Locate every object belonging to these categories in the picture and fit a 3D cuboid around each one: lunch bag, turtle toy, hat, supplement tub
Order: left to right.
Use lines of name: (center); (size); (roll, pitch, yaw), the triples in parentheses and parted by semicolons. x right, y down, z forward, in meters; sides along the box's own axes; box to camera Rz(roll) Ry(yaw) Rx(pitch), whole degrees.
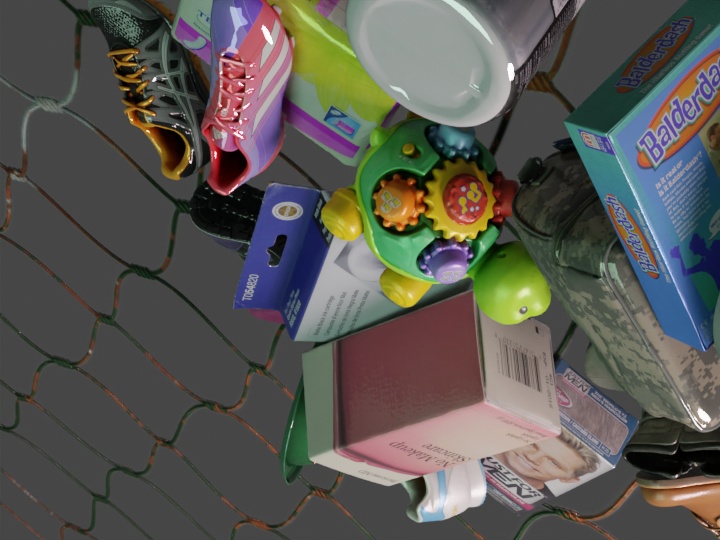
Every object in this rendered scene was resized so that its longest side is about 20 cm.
hat: (0.030, 0.154, 1.640); (0.175, 0.200, 0.167); (16, 112, 8)
turtle toy: (0.075, -0.039, 1.280); (0.200, 0.146, 0.101); (48, 160, -20)
supplement tub: (0.087, -0.197, 1.008); (0.122, 0.200, 0.123); (24, 147, 17)
lunch bag: (0.213, 0.002, 1.225); (0.200, 0.139, 0.167); (54, 162, -25)

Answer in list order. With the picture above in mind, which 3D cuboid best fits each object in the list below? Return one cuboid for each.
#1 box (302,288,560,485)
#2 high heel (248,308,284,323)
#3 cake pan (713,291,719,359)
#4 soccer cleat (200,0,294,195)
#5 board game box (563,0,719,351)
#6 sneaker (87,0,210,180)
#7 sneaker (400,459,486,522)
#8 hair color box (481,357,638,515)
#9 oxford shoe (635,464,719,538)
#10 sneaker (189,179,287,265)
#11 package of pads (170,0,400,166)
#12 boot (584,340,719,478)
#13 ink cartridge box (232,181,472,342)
box: (0.063, 0.110, 1.456); (0.199, 0.110, 0.128); (-22, 150, 33)
high heel: (-0.023, 0.050, 1.597); (0.199, 0.067, 0.096); (-12, 117, 35)
cake pan: (0.322, 0.015, 1.103); (0.037, 0.199, 0.201); (50, 168, 47)
soccer cleat: (-0.094, -0.139, 1.258); (0.066, 0.077, 0.200); (27, 151, 15)
board game box: (0.234, -0.069, 1.085); (0.045, 0.152, 0.201); (26, 153, 51)
sneaker: (-0.184, -0.168, 1.442); (0.078, 0.077, 0.200); (1, 134, 46)
sneaker: (0.052, 0.148, 1.586); (0.201, 0.080, 0.077); (67, 152, 12)
hair color box: (0.172, 0.166, 1.568); (0.100, 0.061, 0.200); (38, 149, -4)
oxford shoe: (0.309, 0.197, 1.358); (0.199, 0.072, 0.071); (9, 177, -36)
sneaker: (-0.064, -0.026, 1.547); (0.199, 0.076, 0.088); (27, 168, 16)
package of pads: (-0.048, -0.190, 1.283); (0.199, 0.068, 0.155); (35, 150, -1)
boot: (0.246, 0.109, 1.344); (0.199, 0.131, 0.068); (-1, 131, 46)
ink cartridge box: (0.000, 0.000, 1.412); (0.198, 0.041, 0.200); (3, 146, -13)
